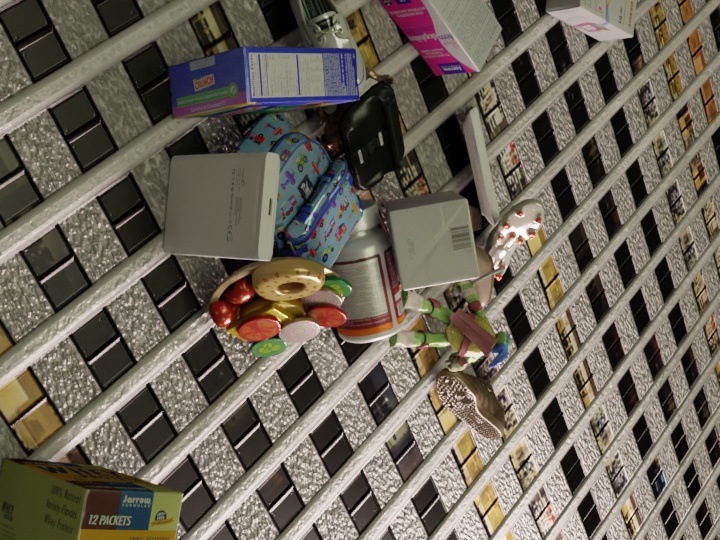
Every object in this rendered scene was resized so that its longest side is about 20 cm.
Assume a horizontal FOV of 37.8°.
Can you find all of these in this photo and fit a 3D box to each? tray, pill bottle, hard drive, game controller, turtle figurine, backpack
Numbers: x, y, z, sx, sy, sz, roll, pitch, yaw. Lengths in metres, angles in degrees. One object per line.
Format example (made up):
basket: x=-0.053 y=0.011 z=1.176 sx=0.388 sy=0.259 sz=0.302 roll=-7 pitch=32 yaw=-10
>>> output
tray: x=0.209 y=-0.182 z=1.837 sx=0.107 sy=0.022 sz=0.202 roll=-47 pitch=125 yaw=-71
pill bottle: x=0.000 y=0.000 z=1.609 sx=0.109 sy=0.109 sz=0.202 roll=-25 pitch=110 yaw=-41
hard drive: x=-0.182 y=-0.083 z=1.356 sx=0.026 sy=0.199 sz=0.133 roll=5 pitch=89 yaw=-45
game controller: x=0.018 y=-0.200 z=1.601 sx=0.104 sy=0.042 sz=0.200 roll=-34 pitch=151 yaw=-10
turtle figurine: x=0.147 y=0.090 z=1.760 sx=0.192 sy=0.145 sz=0.201 roll=13 pitch=40 yaw=-13
backpack: x=-0.098 y=-0.107 z=1.451 sx=0.183 sy=0.134 sz=0.201 roll=-55 pitch=149 yaw=-26

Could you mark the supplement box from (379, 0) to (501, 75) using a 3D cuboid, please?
supplement box: x=0.129 y=-0.424 z=1.715 sx=0.200 sy=0.101 sz=0.104 roll=44 pitch=63 yaw=-37

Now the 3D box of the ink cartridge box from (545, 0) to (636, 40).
ink cartridge box: x=0.455 y=-0.546 z=2.047 sx=0.199 sy=0.084 sz=0.146 roll=11 pitch=85 yaw=-46

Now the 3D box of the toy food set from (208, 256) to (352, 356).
toy food set: x=-0.110 y=0.047 z=1.456 sx=0.198 sy=0.199 sz=0.049 roll=36 pitch=34 yaw=-50

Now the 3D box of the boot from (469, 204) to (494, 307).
boot: x=0.154 y=-0.025 z=1.796 sx=0.145 sy=0.070 sz=0.202 roll=-12 pitch=96 yaw=-42

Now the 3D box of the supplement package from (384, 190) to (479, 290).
supplement package: x=0.107 y=-0.051 z=1.630 sx=0.119 sy=0.200 sz=0.122 roll=-10 pitch=98 yaw=0

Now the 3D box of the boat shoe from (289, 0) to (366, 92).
boat shoe: x=-0.054 y=-0.341 z=1.499 sx=0.073 sy=0.067 sz=0.201 roll=-27 pitch=72 yaw=-9

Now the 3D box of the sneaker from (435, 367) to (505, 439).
sneaker: x=0.195 y=0.220 z=1.866 sx=0.200 sy=0.070 sz=0.076 roll=52 pitch=38 yaw=-36

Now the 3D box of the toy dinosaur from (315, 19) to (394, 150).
toy dinosaur: x=-0.044 y=-0.287 z=1.569 sx=0.136 sy=0.086 sz=0.201 roll=-47 pitch=118 yaw=-24

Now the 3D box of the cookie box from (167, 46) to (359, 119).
cookie box: x=-0.130 y=-0.253 z=1.420 sx=0.199 sy=0.170 sz=0.076 roll=-10 pitch=97 yaw=-43

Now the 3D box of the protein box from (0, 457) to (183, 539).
protein box: x=-0.333 y=0.340 z=1.236 sx=0.134 sy=0.198 sz=0.202 roll=15 pitch=82 yaw=-45

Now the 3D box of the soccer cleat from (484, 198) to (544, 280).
soccer cleat: x=0.259 y=-0.066 z=1.832 sx=0.069 sy=0.201 sz=0.078 roll=19 pitch=47 yaw=-9
